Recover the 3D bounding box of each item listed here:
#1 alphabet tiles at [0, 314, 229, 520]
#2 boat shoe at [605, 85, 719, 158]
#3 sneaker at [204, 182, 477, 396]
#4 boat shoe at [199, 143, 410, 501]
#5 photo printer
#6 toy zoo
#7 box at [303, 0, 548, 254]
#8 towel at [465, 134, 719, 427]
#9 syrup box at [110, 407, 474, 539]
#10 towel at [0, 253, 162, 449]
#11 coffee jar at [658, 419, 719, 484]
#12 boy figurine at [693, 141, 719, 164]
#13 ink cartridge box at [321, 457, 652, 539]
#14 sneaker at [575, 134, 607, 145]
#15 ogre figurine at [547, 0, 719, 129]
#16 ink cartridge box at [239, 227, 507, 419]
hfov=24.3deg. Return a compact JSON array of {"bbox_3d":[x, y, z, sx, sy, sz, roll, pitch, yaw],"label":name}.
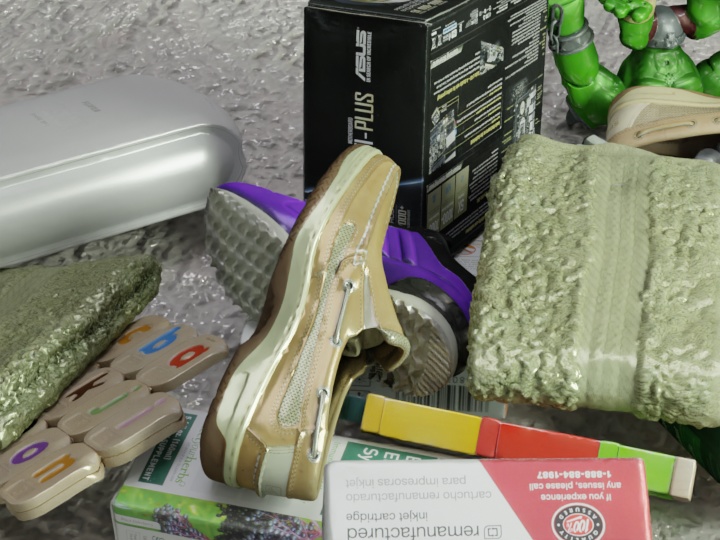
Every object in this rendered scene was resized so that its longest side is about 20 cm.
[{"bbox_3d":[-0.170,0.084,0.900,0.195,0.015,0.199,-32,20,-22],"label":"alphabet tiles"},{"bbox_3d":[0.270,-0.083,1.168,0.198,0.072,0.065,2,45,12],"label":"boat shoe"},{"bbox_3d":[0.000,0.001,0.968,0.199,0.070,0.099,31,40,30],"label":"sneaker"},{"bbox_3d":[-0.009,0.028,0.850,0.075,0.072,0.201,16,65,15],"label":"boat shoe"},{"bbox_3d":[-0.183,-0.075,1.123,0.198,0.070,0.166,-17,25,-23],"label":"photo printer"},{"bbox_3d":[0.079,0.093,0.892,0.198,0.021,0.131,10,-7,12],"label":"toy zoo"},{"bbox_3d":[0.045,-0.108,1.077,0.085,0.165,0.200,12,26,25],"label":"box"},{"bbox_3d":[0.132,-0.001,0.893,0.147,0.037,0.201,5,43,10],"label":"towel"},{"bbox_3d":[-0.019,0.137,0.853,0.198,0.082,0.079,8,38,13],"label":"syrup box"},{"bbox_3d":[-0.212,0.048,0.961,0.147,0.037,0.200,-7,25,32],"label":"towel"},{"bbox_3d":[0.187,0.041,0.955,0.104,0.085,0.200,-45,47,-6],"label":"coffee jar"},{"bbox_3d":[0.294,-0.018,1.033,0.124,0.065,0.199,-27,41,-36],"label":"boy figurine"},{"bbox_3d":[0.055,0.188,0.713,0.143,0.084,0.202,-1,65,-1],"label":"ink cartridge box"},{"bbox_3d":[0.151,-0.034,1.068,0.088,0.075,0.200,31,29,17],"label":"sneaker"},{"bbox_3d":[0.226,-0.163,1.224,0.198,0.121,0.098,-21,45,-24],"label":"ogre figurine"},{"bbox_3d":[0.014,0.021,1.053,0.160,0.051,0.200,3,24,4],"label":"ink cartridge box"}]
